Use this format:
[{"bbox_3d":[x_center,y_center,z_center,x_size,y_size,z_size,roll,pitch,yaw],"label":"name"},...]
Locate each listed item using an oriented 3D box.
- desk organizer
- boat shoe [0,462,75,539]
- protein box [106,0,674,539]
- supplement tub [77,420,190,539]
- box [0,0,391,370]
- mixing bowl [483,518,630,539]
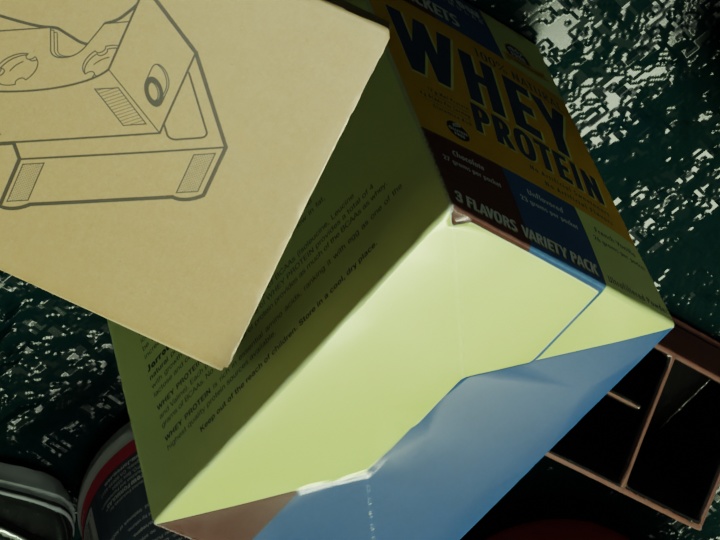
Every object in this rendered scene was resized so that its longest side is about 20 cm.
[{"bbox_3d":[0.122,0.057,1.250,0.199,0.077,0.072,27,118,-35],"label":"desk organizer"},{"bbox_3d":[-0.232,0.127,1.199,0.198,0.071,0.072,7,128,-24],"label":"boat shoe"},{"bbox_3d":[0.000,0.000,1.074,0.134,0.201,0.199,26,118,-34],"label":"protein box"},{"bbox_3d":[-0.060,0.172,1.207,0.139,0.201,0.141,-10,133,-10],"label":"supplement tub"},{"bbox_3d":[-0.110,-0.069,0.952,0.199,0.021,0.164,24,115,-7],"label":"box"},{"bbox_3d":[0.108,0.214,1.363,0.198,0.109,0.201,-9,132,-10],"label":"mixing bowl"}]
